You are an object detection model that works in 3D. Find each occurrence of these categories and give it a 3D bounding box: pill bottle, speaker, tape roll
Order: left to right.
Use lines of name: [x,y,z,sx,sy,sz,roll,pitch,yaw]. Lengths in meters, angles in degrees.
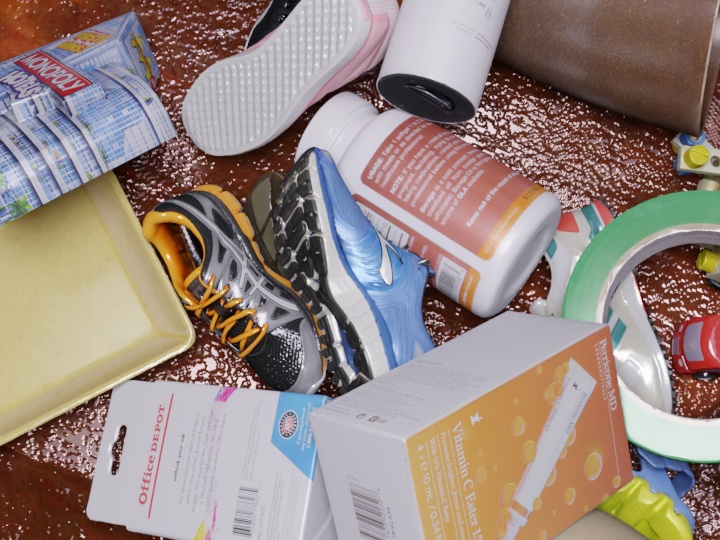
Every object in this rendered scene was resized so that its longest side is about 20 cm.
pill bottle: [0.050,-0.059,0.813,0.200,0.112,0.112,34,77,18]
speaker: [0.077,-0.216,0.775,0.081,0.081,0.200,17,78,0]
tape roll: [0.253,0.042,0.757,0.200,0.048,0.201,-4,77,16]

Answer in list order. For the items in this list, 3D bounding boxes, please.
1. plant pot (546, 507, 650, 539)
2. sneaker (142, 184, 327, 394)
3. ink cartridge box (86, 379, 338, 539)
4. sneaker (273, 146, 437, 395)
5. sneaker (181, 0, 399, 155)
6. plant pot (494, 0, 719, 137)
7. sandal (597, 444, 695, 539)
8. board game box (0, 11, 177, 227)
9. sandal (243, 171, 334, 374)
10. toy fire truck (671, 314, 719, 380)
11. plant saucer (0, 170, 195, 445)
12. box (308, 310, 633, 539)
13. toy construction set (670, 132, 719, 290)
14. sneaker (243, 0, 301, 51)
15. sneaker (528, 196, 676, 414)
plant pot: [0.140,0.245,0.741,0.200,0.200,0.135,-17,45,-7]
sneaker: [-0.101,0.021,0.797,0.200,0.077,0.078,52,121,15]
ink cartridge box: [-0.102,0.148,0.764,0.200,0.068,0.115,1,74,31]
sneaker: [0.000,0.000,0.760,0.089,0.079,0.200,-14,78,-33]
sneaker: [-0.049,-0.161,0.810,0.200,0.105,0.075,-32,92,34]
plant pot: [0.198,-0.218,0.843,0.200,0.187,0.187,12,76,19]
sandal: [0.191,0.145,0.816,0.200,0.080,0.087,45,43,13]
board game box: [-0.235,-0.131,0.800,0.200,0.200,0.062,-33,125,-20]
sandal: [-0.026,0.009,0.826,0.082,0.055,0.200,-44,80,30]
toy fire truck: [0.365,0.060,0.802,0.200,0.141,0.049,4,78,-3]
plant saucer: [-0.261,0.020,0.817,0.200,0.048,0.200,-27,82,-9]
box: [0.081,0.121,0.694,0.200,0.097,0.125,-23,108,-36]
toy construction set: [0.350,-0.041,0.855,0.200,0.092,0.131,15,77,11]
sneaker: [-0.047,-0.234,0.853,0.073,0.112,0.200,25,77,3]
sneaker: [0.193,0.045,0.841,0.093,0.070,0.200,-18,81,11]
